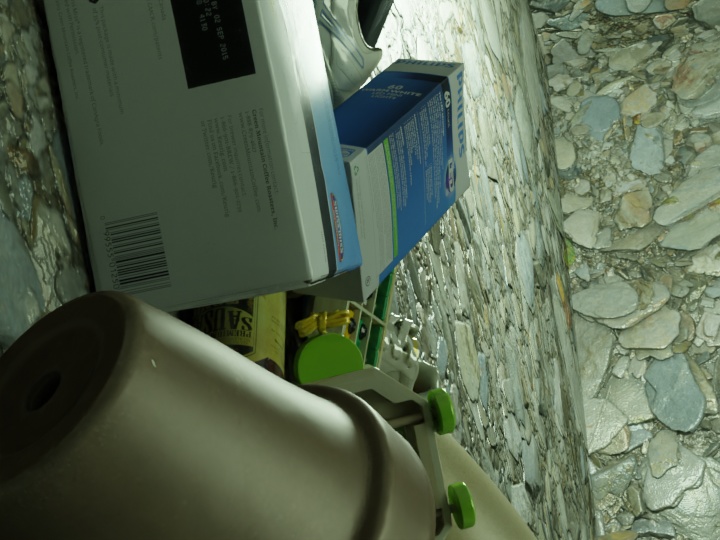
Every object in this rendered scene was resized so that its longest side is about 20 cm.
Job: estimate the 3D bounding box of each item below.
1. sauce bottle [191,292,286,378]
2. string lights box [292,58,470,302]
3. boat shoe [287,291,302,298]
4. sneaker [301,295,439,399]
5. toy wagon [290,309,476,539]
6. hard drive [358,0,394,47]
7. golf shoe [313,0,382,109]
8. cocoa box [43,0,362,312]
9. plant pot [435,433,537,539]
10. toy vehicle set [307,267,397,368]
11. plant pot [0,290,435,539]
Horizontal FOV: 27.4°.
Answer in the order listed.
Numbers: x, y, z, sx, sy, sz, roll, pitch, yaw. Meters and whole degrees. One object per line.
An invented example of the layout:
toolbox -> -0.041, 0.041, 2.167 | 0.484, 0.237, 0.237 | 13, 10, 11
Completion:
sauce bottle -> -0.079, 0.063, 0.957 | 0.066, 0.065, 0.202 | 62, 20, -51
string lights box -> 0.016, -0.070, 1.052 | 0.200, 0.058, 0.104 | -46, 137, -53
boat shoe -> -0.064, -0.025, 1.069 | 0.200, 0.071, 0.066 | 58, 44, -75
sneaker -> 0.006, 0.057, 1.276 | 0.200, 0.080, 0.077 | 56, 27, -49
toy wagon -> -0.008, 0.125, 1.028 | 0.040, 0.154, 0.202 | -176, -106, -77
hard drive -> 0.004, -0.212, 1.204 | 0.140, 0.033, 0.201 | -65, 178, -63
golf shoe -> -0.051, -0.214, 1.094 | 0.078, 0.097, 0.201 | 21, -38, 53
cocoa box -> -0.089, -0.083, 0.881 | 0.131, 0.132, 0.202 | -18, 97, -77
plant pot -> 0.044, 0.213, 1.173 | 0.201, 0.186, 0.187 | 63, 16, -9
toy vehicle set -> 0.000, 0.000, 1.160 | 0.124, 0.026, 0.202 | 36, 64, -72
plant pot -> -0.093, 0.107, 0.686 | 0.175, 0.199, 0.201 | 46, 30, -32
